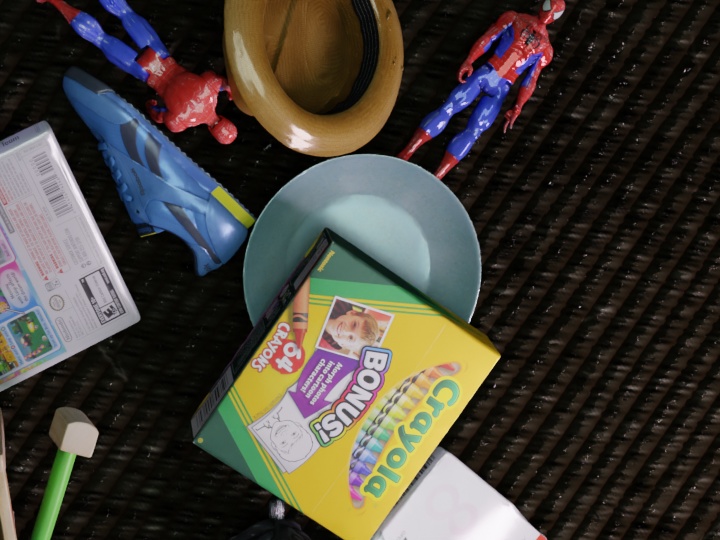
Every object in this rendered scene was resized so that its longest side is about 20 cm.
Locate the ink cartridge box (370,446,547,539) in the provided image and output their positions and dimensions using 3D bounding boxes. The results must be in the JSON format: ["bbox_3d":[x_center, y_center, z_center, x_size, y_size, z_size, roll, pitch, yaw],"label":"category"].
[{"bbox_3d":[0.091,0.273,1.758,0.200,0.057,0.163,40,87,-6],"label":"ink cartridge box"}]

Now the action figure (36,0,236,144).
[{"bbox_3d":[-0.168,-0.168,1.669,0.200,0.099,0.065,44,90,11],"label":"action figure"}]

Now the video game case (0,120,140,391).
[{"bbox_3d":[-0.291,0.002,1.633,0.181,0.024,0.201,-26,127,-7],"label":"video game case"}]

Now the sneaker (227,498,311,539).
[{"bbox_3d":[-0.069,0.283,1.718,0.075,0.114,0.201,-6,132,-26],"label":"sneaker"}]

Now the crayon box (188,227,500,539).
[{"bbox_3d":[-0.014,0.097,1.683,0.172,0.058,0.201,34,98,-14],"label":"crayon box"}]

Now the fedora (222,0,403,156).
[{"bbox_3d":[-0.053,-0.181,1.654,0.200,0.081,0.203,13,71,-41],"label":"fedora"}]

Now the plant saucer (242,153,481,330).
[{"bbox_3d":[0.000,0.000,1.713,0.199,0.039,0.203,-2,103,-7],"label":"plant saucer"}]

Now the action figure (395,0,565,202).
[{"bbox_3d":[0.105,-0.150,1.723,0.065,0.052,0.200,38,85,-7],"label":"action figure"}]

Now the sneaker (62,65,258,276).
[{"bbox_3d":[-0.176,-0.078,1.669,0.200,0.066,0.078,44,91,-11],"label":"sneaker"}]

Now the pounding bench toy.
[{"bbox_3d":[-0.296,0.203,1.634,0.198,0.124,0.157,-10,105,-9],"label":"pounding bench toy"}]
